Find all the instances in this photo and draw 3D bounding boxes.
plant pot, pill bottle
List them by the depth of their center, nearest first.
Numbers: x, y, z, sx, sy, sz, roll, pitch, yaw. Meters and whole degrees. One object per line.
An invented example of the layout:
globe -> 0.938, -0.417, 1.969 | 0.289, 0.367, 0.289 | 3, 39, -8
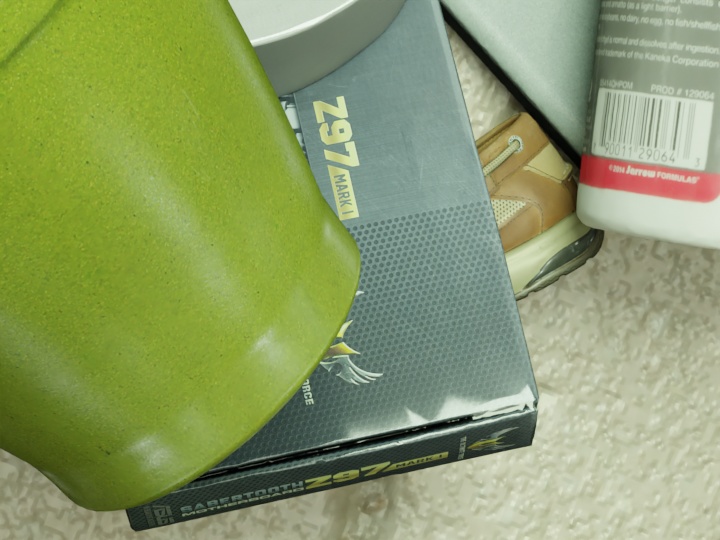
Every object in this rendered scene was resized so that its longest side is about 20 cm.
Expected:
plant pot -> -0.106, -0.031, 0.848 | 0.200, 0.200, 0.193 | -43, 113, -6
pill bottle -> 0.148, -0.110, 1.014 | 0.110, 0.111, 0.202 | 6, 95, -15

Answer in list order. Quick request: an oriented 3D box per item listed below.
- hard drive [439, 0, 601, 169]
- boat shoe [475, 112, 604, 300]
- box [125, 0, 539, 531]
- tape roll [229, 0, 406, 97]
hard drive -> 0.089, -0.146, 1.070 | 0.140, 0.033, 0.200 | -45, 105, -6
boat shoe -> 0.000, 0.000, 1.049 | 0.199, 0.076, 0.074 | -27, 97, -18
box -> -0.031, -0.016, 0.989 | 0.156, 0.051, 0.201 | -11, 71, -4
tape roll -> -0.062, -0.164, 0.972 | 0.199, 0.066, 0.202 | 1, 75, -2
